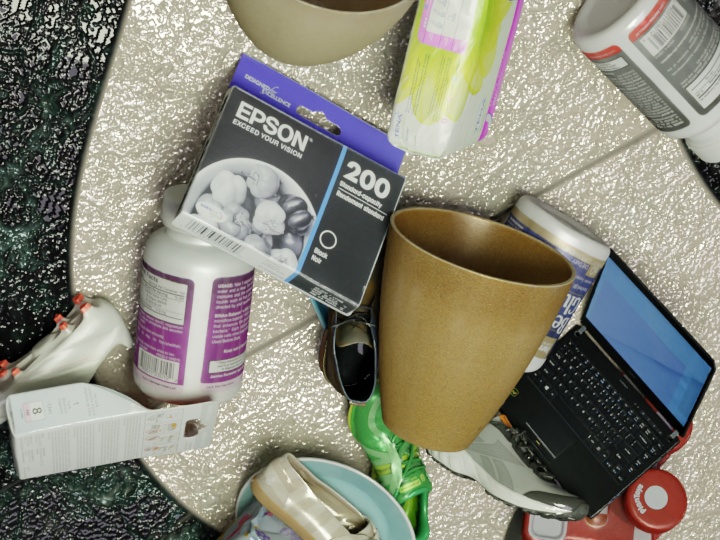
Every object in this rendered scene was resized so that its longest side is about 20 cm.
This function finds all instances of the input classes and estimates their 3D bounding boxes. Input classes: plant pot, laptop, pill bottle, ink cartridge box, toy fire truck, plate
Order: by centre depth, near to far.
[{"bbox_3d":[-0.047,-0.267,1.586,0.198,0.202,0.135,5,143,-16],"label":"plant pot"},{"bbox_3d":[-0.058,-0.089,1.644,0.197,0.043,0.201,27,64,-16],"label":"ink cartridge box"},{"bbox_3d":[0.089,0.066,1.662,0.185,0.187,0.202,11,109,-18],"label":"plant pot"},{"bbox_3d":[-0.161,0.022,1.686,0.111,0.112,0.202,3,109,-15],"label":"pill bottle"},{"bbox_3d":[-0.246,0.149,1.691,0.198,0.163,0.058,-13,71,-14],"label":"ink cartridge box"},{"bbox_3d":[0.316,-0.206,1.725,0.116,0.116,0.200,-46,114,5],"label":"pill bottle"},{"bbox_3d":[0.163,0.034,1.775,0.110,0.111,0.201,26,102,-21],"label":"pill bottle"},{"bbox_3d":[0.248,0.118,1.779,0.200,0.178,0.103,-41,149,2],"label":"laptop"},{"bbox_3d":[-0.036,0.271,1.821,0.198,0.026,0.202,8,126,11],"label":"plate"},{"bbox_3d":[0.261,0.205,1.847,0.166,0.112,0.202,8,72,-2],"label":"toy fire truck"}]

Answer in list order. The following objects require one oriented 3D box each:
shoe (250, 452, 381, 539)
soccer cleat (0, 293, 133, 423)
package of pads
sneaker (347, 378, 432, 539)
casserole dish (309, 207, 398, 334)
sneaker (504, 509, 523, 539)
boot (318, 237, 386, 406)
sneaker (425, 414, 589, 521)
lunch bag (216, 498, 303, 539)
[{"bbox_3d":[-0.023,0.263,1.750,0.200,0.070,0.053,41,104,-6],"label":"shoe"},{"bbox_3d":[-0.314,0.108,1.704,0.200,0.069,0.078,-40,117,-1],"label":"soccer cleat"},{"bbox_3d":[0.096,-0.212,1.643,0.068,0.154,0.202,19,107,17],"label":"package of pads"},{"bbox_3d":[0.043,0.201,1.814,0.074,0.083,0.202,-26,119,-25],"label":"sneaker"},{"bbox_3d":[0.000,0.000,1.760,0.120,0.039,0.201,-26,113,-4],"label":"casserole dish"},{"bbox_3d":[0.208,0.336,1.928,0.086,0.080,0.202,9,106,-42],"label":"sneaker"},{"bbox_3d":[0.002,0.035,1.699,0.074,0.097,0.202,0,109,-12],"label":"boot"},{"bbox_3d":[0.157,0.201,1.800,0.074,0.199,0.080,25,93,-55],"label":"sneaker"},{"bbox_3d":[-0.081,0.356,1.791,0.200,0.127,0.170,42,113,-5],"label":"lunch bag"}]
